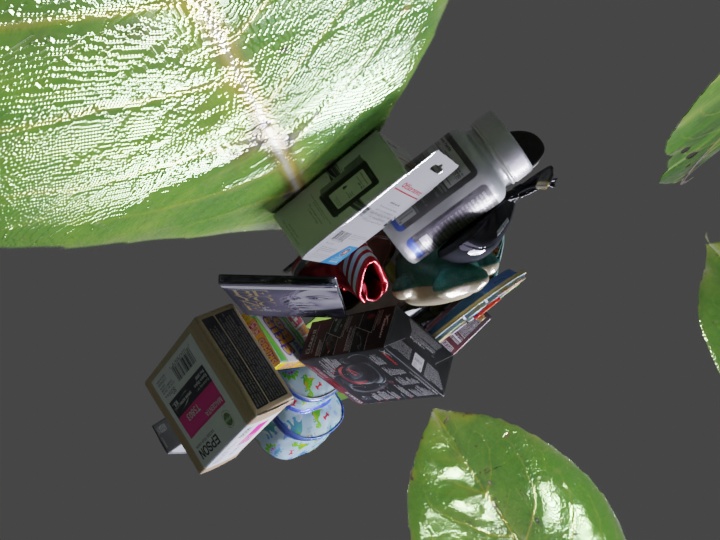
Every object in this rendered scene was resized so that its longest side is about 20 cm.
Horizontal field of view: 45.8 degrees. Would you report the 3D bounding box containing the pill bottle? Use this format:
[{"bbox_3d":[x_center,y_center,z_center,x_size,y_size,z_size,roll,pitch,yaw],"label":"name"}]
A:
[{"bbox_3d":[0.116,-0.110,1.108,0.200,0.114,0.114,-36,166,8],"label":"pill bottle"}]

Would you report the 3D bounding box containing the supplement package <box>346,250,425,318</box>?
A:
[{"bbox_3d":[0.056,0.020,1.416,0.200,0.111,0.156,-41,165,21],"label":"supplement package"}]

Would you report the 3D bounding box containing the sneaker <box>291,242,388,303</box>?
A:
[{"bbox_3d":[-0.030,0.014,1.184,0.078,0.116,0.200,-29,165,-22],"label":"sneaker"}]

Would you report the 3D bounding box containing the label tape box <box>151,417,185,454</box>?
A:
[{"bbox_3d":[-0.267,0.261,1.580,0.200,0.063,0.144,-34,167,-1],"label":"label tape box"}]

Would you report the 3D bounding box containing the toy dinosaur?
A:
[{"bbox_3d":[0.116,0.052,1.342,0.200,0.047,0.088,-27,152,-26],"label":"toy dinosaur"}]

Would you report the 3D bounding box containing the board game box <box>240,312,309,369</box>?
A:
[{"bbox_3d":[-0.122,0.106,1.326,0.030,0.096,0.200,-37,166,16],"label":"board game box"}]

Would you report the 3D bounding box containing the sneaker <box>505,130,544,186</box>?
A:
[{"bbox_3d":[0.177,-0.124,1.264,0.200,0.084,0.121,-28,163,-13],"label":"sneaker"}]

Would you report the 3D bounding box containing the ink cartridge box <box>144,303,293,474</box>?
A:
[{"bbox_3d":[-0.205,0.170,1.205,0.075,0.165,0.200,-20,160,-46],"label":"ink cartridge box"}]

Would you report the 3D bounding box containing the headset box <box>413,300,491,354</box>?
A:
[{"bbox_3d":[0.119,0.113,1.515,0.200,0.075,0.149,-44,-167,0],"label":"headset box"}]

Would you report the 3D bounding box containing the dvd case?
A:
[{"bbox_3d":[-0.099,0.038,1.148,0.148,0.016,0.200,1,165,3],"label":"dvd case"}]

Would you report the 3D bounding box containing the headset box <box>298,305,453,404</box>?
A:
[{"bbox_3d":[0.016,0.135,1.300,0.200,0.149,0.075,-15,-134,42],"label":"headset box"}]

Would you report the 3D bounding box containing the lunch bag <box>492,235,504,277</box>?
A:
[{"bbox_3d":[0.209,0.001,1.698,0.200,0.122,0.170,-41,165,-8],"label":"lunch bag"}]

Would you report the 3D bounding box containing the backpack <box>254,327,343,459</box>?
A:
[{"bbox_3d":[-0.122,0.205,1.442,0.147,0.200,0.183,-44,163,34],"label":"backpack"}]

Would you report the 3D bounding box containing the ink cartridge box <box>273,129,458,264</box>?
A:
[{"bbox_3d":[0.009,-0.095,1.009,0.200,0.068,0.116,-37,166,13],"label":"ink cartridge box"}]

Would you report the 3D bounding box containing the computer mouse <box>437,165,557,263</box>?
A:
[{"bbox_3d":[0.193,-0.068,1.123,0.140,0.046,0.200,-32,-174,41],"label":"computer mouse"}]

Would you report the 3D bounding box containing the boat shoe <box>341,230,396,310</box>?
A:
[{"bbox_3d":[0.006,0.001,1.263,0.075,0.075,0.202,9,152,-13],"label":"boat shoe"}]

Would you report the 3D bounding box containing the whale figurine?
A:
[{"bbox_3d":[0.116,-0.007,1.199,0.159,0.104,0.200,-15,-175,-4],"label":"whale figurine"}]

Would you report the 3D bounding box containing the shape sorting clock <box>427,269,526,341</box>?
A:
[{"bbox_3d":[0.179,0.063,1.333,0.200,0.039,0.200,-38,169,-9],"label":"shape sorting clock"}]
